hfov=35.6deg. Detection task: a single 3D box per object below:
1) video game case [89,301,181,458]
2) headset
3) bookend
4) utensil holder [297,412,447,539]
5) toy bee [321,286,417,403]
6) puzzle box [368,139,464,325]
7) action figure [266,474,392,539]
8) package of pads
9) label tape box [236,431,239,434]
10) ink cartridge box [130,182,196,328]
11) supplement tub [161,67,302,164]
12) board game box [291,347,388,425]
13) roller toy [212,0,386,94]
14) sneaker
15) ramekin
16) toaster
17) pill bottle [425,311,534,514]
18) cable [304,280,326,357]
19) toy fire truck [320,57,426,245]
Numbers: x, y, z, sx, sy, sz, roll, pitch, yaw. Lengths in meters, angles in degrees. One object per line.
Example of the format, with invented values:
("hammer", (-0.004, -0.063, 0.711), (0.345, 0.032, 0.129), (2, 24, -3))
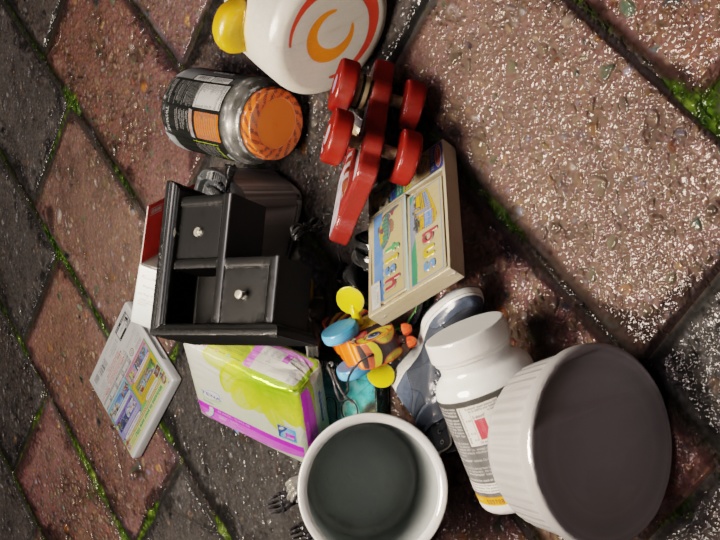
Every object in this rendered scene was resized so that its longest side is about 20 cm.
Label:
("video game case", (-0.387, 0.187, 1.909), (0.182, 0.022, 0.201), (52, 127, 29))
("headset", (0.000, 0.000, 1.430), (0.200, 0.094, 0.124), (43, 124, 21))
("bookend", (-0.150, -0.010, 1.396), (0.198, 0.092, 0.201), (-1, 79, 31))
("utensil holder", (0.008, 0.254, 1.341), (0.200, 0.168, 0.172), (118, 141, -83))
("toy bee", (0.014, 0.094, 1.354), (0.201, 0.108, 0.132), (-110, -2, -52))
("puzzle box", (0.063, -0.047, 1.329), (0.133, 0.025, 0.201), (-33, 41, 34))
("action figure", (-0.042, 0.311, 1.495), (0.119, 0.102, 0.200), (56, 137, 3))
("package of pads", (-0.139, 0.156, 1.498), (0.199, 0.068, 0.155), (20, 137, 26))
("label tape box", (-0.196, 0.122, 1.658), (0.144, 0.063, 0.201), (46, 149, 33))
("ink cartridge box", (-0.263, -0.027, 1.636), (0.043, 0.200, 0.175), (17, 109, 11))
("supplement tub", (-0.180, -0.217, 1.575), (0.199, 0.122, 0.124), (18, 107, 44))
("board game box", (-0.039, 0.178, 1.537), (0.199, 0.028, 0.137), (2, 95, 46))
("roller toy", (-0.074, -0.327, 1.406), (0.201, 0.182, 0.140), (-51, 54, 7))
("sneaker", (0.115, 0.128, 1.324), (0.147, 0.076, 0.203), (64, 144, 35))
("ramekin", (0.220, 0.178, 1.154), (0.094, 0.201, 0.205), (-11, 86, 57))
("toaster", (-0.165, -0.067, 1.571), (0.113, 0.128, 0.202), (35, 119, 37))
("pill bottle", (0.151, 0.155, 1.237), (0.116, 0.116, 0.202), (-14, 102, 46))
("cable", (-0.072, 0.079, 1.482), (0.050, 0.200, 0.098), (2, 111, 2))
("toy fire truck", (0.002, -0.153, 1.383), (0.168, 0.111, 0.201), (119, 162, -52))
